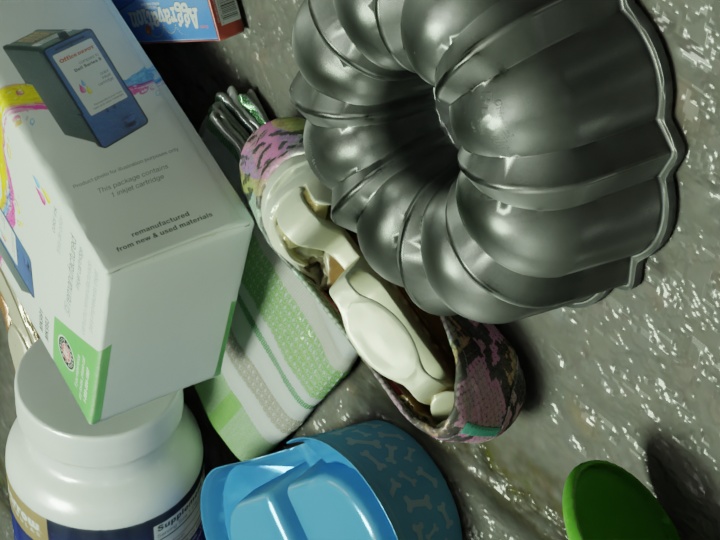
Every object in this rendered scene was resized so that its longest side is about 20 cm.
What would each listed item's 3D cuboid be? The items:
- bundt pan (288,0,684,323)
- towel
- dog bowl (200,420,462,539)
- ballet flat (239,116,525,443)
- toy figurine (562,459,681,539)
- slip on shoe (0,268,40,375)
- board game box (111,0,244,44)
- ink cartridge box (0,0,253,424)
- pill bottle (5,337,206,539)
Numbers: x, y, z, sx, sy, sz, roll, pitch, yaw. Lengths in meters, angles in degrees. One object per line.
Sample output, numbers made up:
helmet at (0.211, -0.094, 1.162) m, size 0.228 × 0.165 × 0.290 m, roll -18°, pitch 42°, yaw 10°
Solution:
bundt pan at (0.039, -0.066, 0.945) m, size 0.201 × 0.075 × 0.203 m, roll 35°, pitch 137°, yaw 40°
towel at (-0.066, 0.011, 1.188) m, size 0.150 × 0.031 × 0.200 m, roll 58°, pitch 147°, yaw 13°
dog bowl at (-0.015, 0.139, 1.182) m, size 0.200 × 0.049 × 0.112 m, roll -26°, pitch 89°, yaw 57°
ballet flat at (0.000, 0.000, 1.042) m, size 0.069 × 0.071 × 0.200 m, roll -46°, pitch 69°, yaw 20°
toy figurine at (0.070, 0.213, 0.969) m, size 0.184 × 0.149 × 0.201 m, roll -36°, pitch 57°, yaw 31°
slip on shoe at (-0.189, 0.002, 1.338) m, size 0.060 × 0.076 × 0.202 m, roll -13°, pitch 93°, yaw 17°
board game box at (-0.135, -0.171, 1.178) m, size 0.199 × 0.019 × 0.104 m, roll 6°, pitch 115°, yaw 54°
ink cartridge box at (-0.146, -0.045, 1.164) m, size 0.201 × 0.087 × 0.146 m, roll 58°, pitch 154°, yaw 26°
pill bottle at (-0.147, 0.132, 1.293) m, size 0.116 × 0.115 × 0.201 m, roll 39°, pitch 144°, yaw 34°
